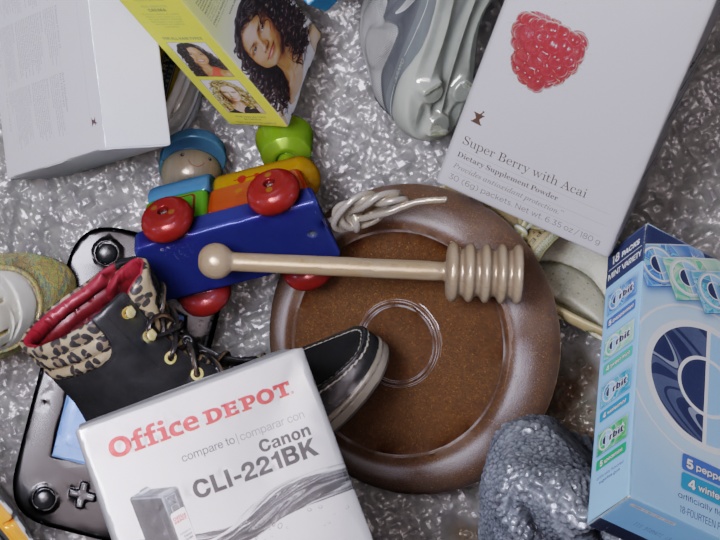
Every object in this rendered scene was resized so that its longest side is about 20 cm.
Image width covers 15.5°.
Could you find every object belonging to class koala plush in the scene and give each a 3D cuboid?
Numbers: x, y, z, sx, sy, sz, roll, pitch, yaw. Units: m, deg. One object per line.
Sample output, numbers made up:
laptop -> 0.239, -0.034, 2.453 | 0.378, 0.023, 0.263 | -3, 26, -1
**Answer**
koala plush -> 0.104, 0.212, 1.631 | 0.184, 0.177, 0.200 | 43, 102, 4

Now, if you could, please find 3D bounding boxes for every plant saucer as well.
plant saucer -> 0.028, 0.045, 1.683 | 0.200, 0.032, 0.201 | 2, 95, 21

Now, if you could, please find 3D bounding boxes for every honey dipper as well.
honey dipper -> 0.000, 0.000, 1.623 | 0.200, 0.038, 0.038 | 1, 89, -1

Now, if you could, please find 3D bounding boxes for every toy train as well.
toy train -> -0.041, -0.054, 1.675 | 0.200, 0.085, 0.116 | -14, 42, 11

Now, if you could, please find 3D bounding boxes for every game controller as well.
game controller -> -0.157, 0.075, 1.725 | 0.104, 0.042, 0.200 | 14, 91, 7

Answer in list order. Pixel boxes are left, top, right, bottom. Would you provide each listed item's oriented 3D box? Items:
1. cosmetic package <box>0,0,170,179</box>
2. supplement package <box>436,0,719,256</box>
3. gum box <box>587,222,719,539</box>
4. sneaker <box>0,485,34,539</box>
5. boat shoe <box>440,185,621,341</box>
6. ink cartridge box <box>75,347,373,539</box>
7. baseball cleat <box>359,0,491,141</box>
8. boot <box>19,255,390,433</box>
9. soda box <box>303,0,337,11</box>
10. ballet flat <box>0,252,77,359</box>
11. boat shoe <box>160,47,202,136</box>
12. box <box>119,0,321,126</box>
cosmetic package -> -0.185, -0.166, 1.682 | 0.052, 0.151, 0.200 | -6, 88, -29
supplement package -> 0.144, -0.135, 1.617 | 0.121, 0.120, 0.200 | 24, 120, 7
gum box -> 0.222, 0.092, 1.591 | 0.170, 0.045, 0.200 | 26, 49, -21
sneaker -> -0.270, 0.151, 1.684 | 0.077, 0.078, 0.200 | -40, 122, -6
boat shoe -> 0.135, -0.001, 1.682 | 0.201, 0.063, 0.073 | 39, 93, 6
ink cartridge box -> -0.070, 0.160, 1.559 | 0.144, 0.084, 0.200 | -20, 87, -7
baseball cleat -> 0.047, -0.184, 1.662 | 0.106, 0.070, 0.200 | 43, 121, 43
boot -> -0.098, 0.056, 1.643 | 0.200, 0.073, 0.151 | -28, 116, 20
soda box -> 0.024, -0.253, 1.640 | 0.200, 0.068, 0.064 | -43, 85, 8
ballet flat -> -0.262, 0.030, 1.645 | 0.200, 0.071, 0.071 | -7, 87, -26
boat shoe -> -0.125, -0.184, 1.705 | 0.074, 0.086, 0.202 | 14, 90, 6
box -> -0.097, -0.171, 1.624 | 0.050, 0.200, 0.075 | 3, 64, 32
